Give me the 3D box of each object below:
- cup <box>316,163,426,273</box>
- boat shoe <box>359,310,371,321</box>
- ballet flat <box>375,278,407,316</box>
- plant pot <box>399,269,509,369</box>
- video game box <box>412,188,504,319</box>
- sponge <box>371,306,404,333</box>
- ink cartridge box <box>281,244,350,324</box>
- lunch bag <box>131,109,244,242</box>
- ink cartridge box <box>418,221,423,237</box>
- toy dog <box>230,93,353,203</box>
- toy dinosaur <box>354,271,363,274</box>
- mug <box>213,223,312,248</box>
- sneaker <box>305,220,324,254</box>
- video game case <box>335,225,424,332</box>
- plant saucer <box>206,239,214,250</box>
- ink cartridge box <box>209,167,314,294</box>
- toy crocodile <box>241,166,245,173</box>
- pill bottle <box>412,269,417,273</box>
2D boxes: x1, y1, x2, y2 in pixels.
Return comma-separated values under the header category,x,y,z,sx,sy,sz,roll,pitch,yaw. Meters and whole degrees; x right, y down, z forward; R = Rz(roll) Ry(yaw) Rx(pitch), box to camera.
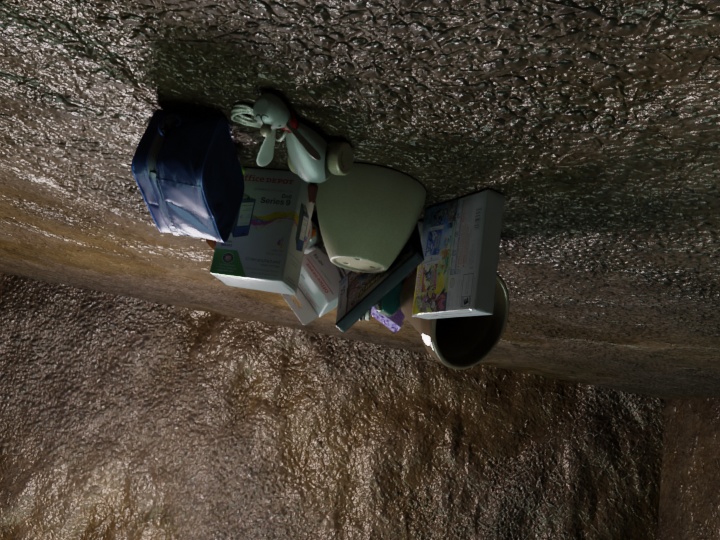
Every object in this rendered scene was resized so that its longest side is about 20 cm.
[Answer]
category,x,y,z,sx,sy,sz,roll,pitch,yaw
cup,0.007,-0.079,1.186,0.195,0.147,0.201,10,167,2
boat shoe,0.000,0.000,1.392,0.055,0.205,0.067,4,173,4
ballet flat,0.064,0.022,1.453,0.070,0.202,0.073,15,142,12
plant pot,0.169,0.069,1.365,0.197,0.204,0.174,19,-175,-35
video game box,0.165,-0.021,1.182,0.046,0.205,0.181,15,167,-30
sponge,0.029,0.052,1.659,0.198,0.112,0.030,37,131,-5
ink cartridge box,-0.068,0.014,1.447,0.198,0.117,0.067,-31,168,-36
lunch bag,-0.269,-0.148,1.052,0.129,0.138,0.202,7,144,9
ink cartridge box,0.138,-0.050,1.380,0.195,0.069,0.116,7,168,14
toy dog,-0.095,-0.166,0.991,0.198,0.099,0.130,21,163,-40
toy dinosaur,-0.027,-0.089,1.300,0.105,0.202,0.061,-14,151,-35
mug,-0.213,-0.080,1.397,0.175,0.137,0.198,17,162,-38
sneaker,-0.099,-0.073,1.490,0.090,0.078,0.200,4,176,-11
video game case,0.032,0.003,1.260,0.025,0.200,0.182,42,-162,-16
plant saucer,-0.265,-0.051,1.617,0.196,0.038,0.200,23,-168,-5
ink cartridge box,-0.171,-0.073,1.224,0.142,0.205,0.088,7,164,16
toy crocodile,-0.291,-0.177,1.208,0.196,0.063,0.067,-3,163,29
pill bottle,0.086,0.020,1.626,0.196,0.112,0.109,16,166,-28
